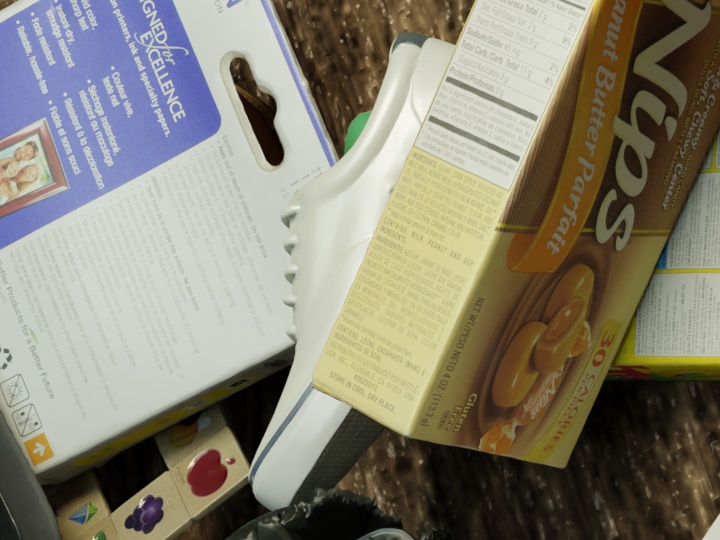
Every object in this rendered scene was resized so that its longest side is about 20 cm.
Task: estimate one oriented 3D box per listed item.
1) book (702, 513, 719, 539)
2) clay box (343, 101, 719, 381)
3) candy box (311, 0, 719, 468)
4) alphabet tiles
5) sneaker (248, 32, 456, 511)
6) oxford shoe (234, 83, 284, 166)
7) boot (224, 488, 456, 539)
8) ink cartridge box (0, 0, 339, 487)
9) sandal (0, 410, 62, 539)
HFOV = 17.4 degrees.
[{"bbox_3d":[0.137,0.177,0.843,0.200,0.048,0.134,-57,26,-2],"label":"book"},{"bbox_3d":[0.081,-0.013,0.974,0.200,0.048,0.115,-1,79,36],"label":"clay box"},{"bbox_3d":[0.070,-0.031,0.883,0.055,0.115,0.200,26,96,35],"label":"candy box"},{"bbox_3d":[-0.145,0.080,1.089,0.167,0.008,0.200,-38,42,7],"label":"alphabet tiles"},{"bbox_3d":[0.000,0.000,0.937,0.071,0.073,0.200,28,87,16],"label":"sneaker"},{"bbox_3d":[-0.095,-0.077,1.103,0.071,0.071,0.200,-46,58,14],"label":"oxford shoe"},{"bbox_3d":[-0.020,0.134,0.930,0.200,0.168,0.077,-8,73,34],"label":"boot"},{"bbox_3d":[-0.099,-0.034,1.034,0.200,0.047,0.198,-26,78,17],"label":"ink cartridge box"},{"bbox_3d":[-0.193,0.061,1.040,0.200,0.043,0.076,54,144,30],"label":"sandal"}]
